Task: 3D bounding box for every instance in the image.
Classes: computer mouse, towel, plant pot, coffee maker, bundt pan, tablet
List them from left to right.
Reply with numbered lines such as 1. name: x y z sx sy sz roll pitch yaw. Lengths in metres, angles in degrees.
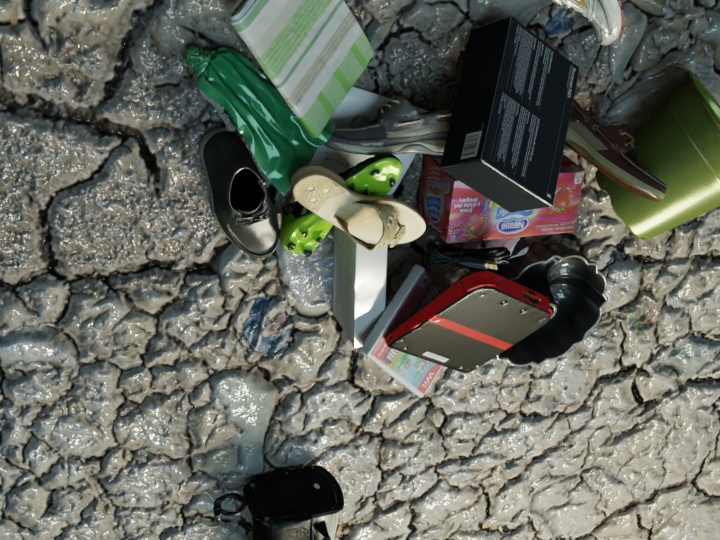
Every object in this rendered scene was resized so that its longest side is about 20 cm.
1. coffee maker: -0.124 0.411 2.005 0.192 0.135 0.200 4 124 1
2. towel: -0.068 -0.274 1.536 0.149 0.031 0.200 -56 137 -21
3. tablet: -0.012 -0.172 1.686 0.200 0.014 0.130 13 117 -32
4. computer mouse: 0.174 -0.037 1.795 0.200 0.110 0.044 -21 112 -65
5. bundt pan: 0.257 0.040 1.925 0.202 0.076 0.202 -13 129 -17
6. plant pot: 0.437 -0.141 1.821 0.190 0.200 0.200 -37 132 20

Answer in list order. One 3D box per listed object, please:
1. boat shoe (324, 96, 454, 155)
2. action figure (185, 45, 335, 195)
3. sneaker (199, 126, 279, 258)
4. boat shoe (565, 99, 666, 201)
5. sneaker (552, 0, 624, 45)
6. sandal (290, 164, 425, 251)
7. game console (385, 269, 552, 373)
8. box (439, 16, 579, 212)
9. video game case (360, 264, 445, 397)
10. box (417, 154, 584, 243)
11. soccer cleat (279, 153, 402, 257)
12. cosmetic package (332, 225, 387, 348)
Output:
1. boat shoe: 0.048 -0.183 1.661 0.200 0.074 0.073 -2 96 -15
2. action figure: -0.133 -0.198 1.567 0.200 0.055 0.118 44 63 -24
3. sneaker: -0.143 -0.073 1.636 0.075 0.106 0.200 -26 131 -5
4. boat shoe: 0.334 -0.170 1.750 0.072 0.200 0.072 -53 163 5
5. sneaker: 0.263 -0.360 1.643 0.082 0.078 0.200 -35 122 7
6. sandal: 0.002 -0.055 1.604 0.212 0.070 0.078 26 126 -38
7. game console: 0.154 0.073 1.805 0.177 0.031 0.200 -35 145 27
8. box: 0.190 -0.194 1.650 0.141 0.079 0.200 27 68 -35
9. video game case: 0.083 0.089 1.853 0.143 0.017 0.200 -57 147 -6
10. box: 0.189 -0.105 1.766 0.200 0.100 0.096 -6 120 -22
11. soccer cleat: -0.032 -0.098 1.664 0.200 0.081 0.068 -37 136 27
12. cosmetic package: 0.000 0.000 1.773 0.051 0.083 0.200 -11 129 -17
